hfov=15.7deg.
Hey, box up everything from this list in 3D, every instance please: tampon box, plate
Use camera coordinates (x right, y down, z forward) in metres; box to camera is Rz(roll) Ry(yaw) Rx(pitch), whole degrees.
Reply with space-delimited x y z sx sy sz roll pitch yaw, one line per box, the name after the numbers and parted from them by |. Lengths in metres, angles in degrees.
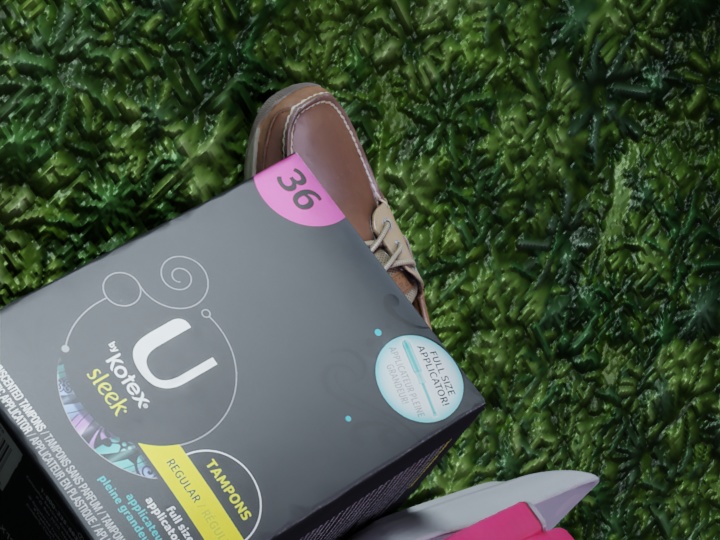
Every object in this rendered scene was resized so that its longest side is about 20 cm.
-0.076 0.071 1.175 0.200 0.126 0.150 -31 76 -32 | tampon box
0.004 0.169 1.297 0.200 0.032 0.199 -49 160 29 | plate

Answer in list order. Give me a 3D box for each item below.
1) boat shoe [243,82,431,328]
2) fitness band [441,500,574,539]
0.000 0.000 1.301 0.076 0.072 0.201 -34 123 -30 | boat shoe
0.022 0.174 1.240 0.199 0.038 0.144 -20 157 -43 | fitness band
